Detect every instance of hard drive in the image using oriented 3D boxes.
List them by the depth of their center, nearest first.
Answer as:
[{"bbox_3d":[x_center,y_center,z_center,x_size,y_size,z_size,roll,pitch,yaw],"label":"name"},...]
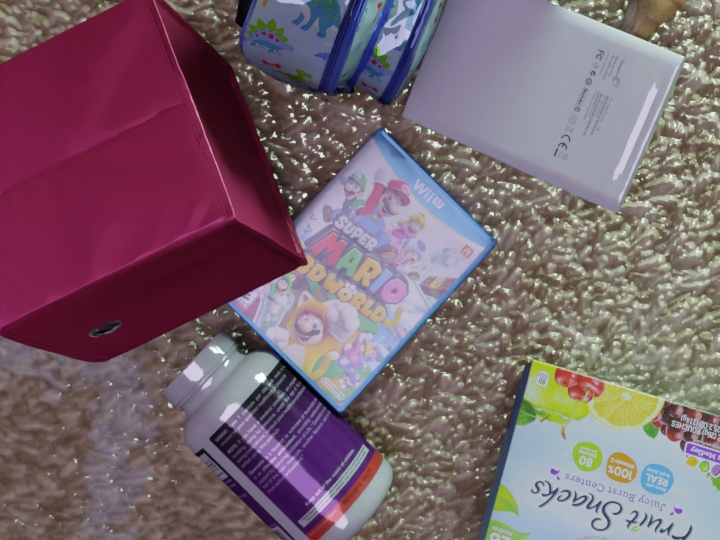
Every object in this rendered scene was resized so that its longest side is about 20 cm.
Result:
[{"bbox_3d":[0.146,-0.149,1.004,0.198,0.027,0.133,26,103,17],"label":"hard drive"}]

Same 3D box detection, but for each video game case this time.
[{"bbox_3d":[0.000,0.000,1.053,0.143,0.018,0.200,43,87,-2],"label":"video game case"}]

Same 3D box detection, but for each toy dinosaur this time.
[{"bbox_3d":[0.233,-0.219,0.994,0.106,0.060,0.201,36,101,-2],"label":"toy dinosaur"}]

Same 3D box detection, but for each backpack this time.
[{"bbox_3d":[-0.006,-0.220,0.948,0.146,0.200,0.185,23,100,2],"label":"backpack"}]

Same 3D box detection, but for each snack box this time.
[{"bbox_3d":[0.214,0.186,1.037,0.198,0.068,0.171,17,81,4],"label":"snack box"}]

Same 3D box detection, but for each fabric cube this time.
[{"bbox_3d":[-0.185,-0.064,0.970,0.197,0.196,0.202,-24,76,8],"label":"fabric cube"}]

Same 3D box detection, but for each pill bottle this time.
[{"bbox_3d":[-0.074,0.147,1.061,0.200,0.112,0.112,45,101,-3],"label":"pill bottle"}]
